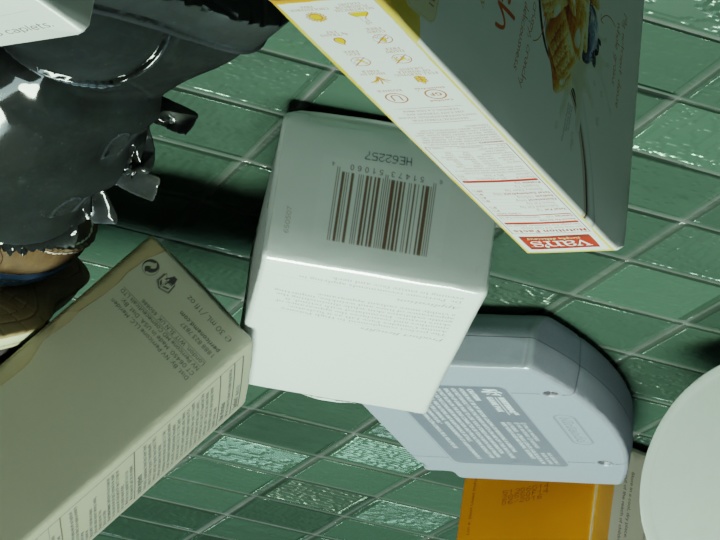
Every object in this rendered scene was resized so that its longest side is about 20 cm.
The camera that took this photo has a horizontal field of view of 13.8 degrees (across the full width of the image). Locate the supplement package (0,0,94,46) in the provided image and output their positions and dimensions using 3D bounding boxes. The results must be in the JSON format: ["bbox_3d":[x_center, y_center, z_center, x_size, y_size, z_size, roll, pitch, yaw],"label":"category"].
[{"bbox_3d":[-0.180,-0.164,0.824,0.151,0.151,0.200,-5,157,35],"label":"supplement package"}]

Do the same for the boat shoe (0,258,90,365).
[{"bbox_3d":[-0.182,0.025,1.369,0.072,0.065,0.200,32,-165,4],"label":"boat shoe"}]

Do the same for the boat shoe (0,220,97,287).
[{"bbox_3d":[-0.165,-0.044,1.286,0.072,0.073,0.200,-19,160,25],"label":"boat shoe"}]

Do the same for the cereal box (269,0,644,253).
[{"bbox_3d":[0.038,-0.106,0.911,0.039,0.145,0.200,-3,159,26],"label":"cereal box"}]

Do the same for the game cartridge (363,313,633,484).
[{"bbox_3d":[0.072,0.067,1.562,0.133,0.041,0.200,5,161,20],"label":"game cartridge"}]

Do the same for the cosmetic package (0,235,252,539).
[{"bbox_3d":[-0.145,0.086,1.355,0.073,0.200,0.104,46,162,11],"label":"cosmetic package"}]

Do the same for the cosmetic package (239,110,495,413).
[{"bbox_3d":[0.000,0.000,1.344,0.101,0.074,0.200,10,163,-5],"label":"cosmetic package"}]

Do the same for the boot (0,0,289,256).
[{"bbox_3d":[-0.138,-0.083,1.090,0.198,0.074,0.162,17,138,-40],"label":"boot"}]

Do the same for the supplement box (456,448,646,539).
[{"bbox_3d":[0.170,0.165,1.738,0.199,0.074,0.126,21,158,-32],"label":"supplement box"}]

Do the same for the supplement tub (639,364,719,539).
[{"bbox_3d":[0.247,0.131,1.500,0.145,0.146,0.200,-8,155,40],"label":"supplement tub"}]
